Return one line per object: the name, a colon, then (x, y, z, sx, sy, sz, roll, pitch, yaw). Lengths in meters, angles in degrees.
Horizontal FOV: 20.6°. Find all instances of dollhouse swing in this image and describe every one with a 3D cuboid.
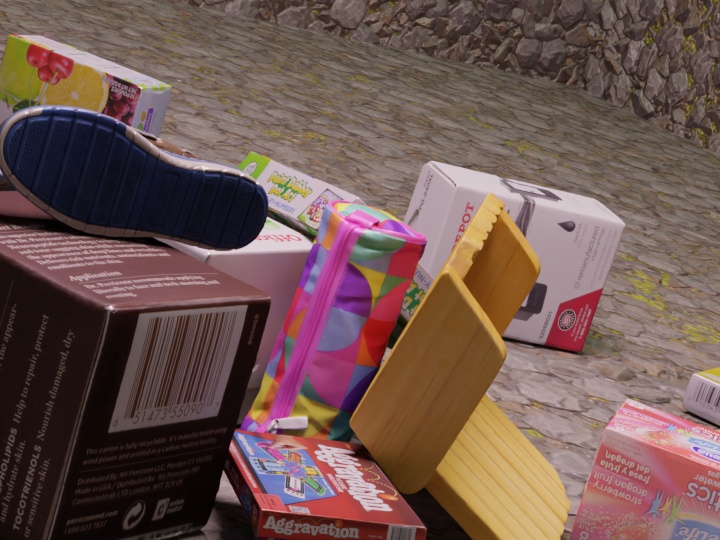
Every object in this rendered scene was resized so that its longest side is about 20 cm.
dollhouse swing: (0.107, 0.081, 1.384, 0.175, 0.183, 0.200, 33, 20, 2)

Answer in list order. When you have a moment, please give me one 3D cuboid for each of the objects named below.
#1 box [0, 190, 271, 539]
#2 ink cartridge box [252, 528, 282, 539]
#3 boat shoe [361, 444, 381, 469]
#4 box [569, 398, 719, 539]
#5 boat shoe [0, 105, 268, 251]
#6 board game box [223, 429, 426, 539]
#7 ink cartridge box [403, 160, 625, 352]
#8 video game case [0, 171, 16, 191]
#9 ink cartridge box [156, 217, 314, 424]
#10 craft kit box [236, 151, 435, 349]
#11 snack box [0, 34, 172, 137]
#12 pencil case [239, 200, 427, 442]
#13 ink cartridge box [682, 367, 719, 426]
box: (-0.194, 0.059, 1.247, 0.199, 0.166, 0.165, 25, 15, 31)
ink cartridge box: (-0.024, 0.166, 1.316, 0.094, 0.037, 0.200, 13, 12, -11)
boat shoe: (0.055, 0.112, 1.547, 0.071, 0.069, 0.200, 17, 12, 10)
box: (0.268, 0.181, 1.472, 0.198, 0.096, 0.103, 20, 14, 13)
boat shoe: (-0.157, -0.059, 1.281, 0.199, 0.073, 0.072, 21, 2, -38)
board game box: (-0.030, 0.136, 1.254, 0.102, 0.020, 0.200, 9, 7, -13)
ink cartridge box: (0.143, -0.013, 1.983, 0.198, 0.147, 0.083, 11, 17, -23)
video game case: (-0.318, -0.029, 1.322, 0.199, 0.022, 0.182, -26, -10, 17)
ink cartridge box: (-0.157, 0.014, 1.508, 0.199, 0.147, 0.146, 27, 17, 32)
craft kit box: (0.000, 0.000, 1.600, 0.200, 0.049, 0.197, 47, -8, -30)
snack box: (-0.249, -0.079, 1.653, 0.141, 0.202, 0.053, 23, 14, 23)
pencil case: (-0.020, 0.051, 1.443, 0.088, 0.202, 0.088, 20, 5, -2)
ink cartridge box: (0.442, 0.145, 1.943, 0.196, 0.047, 0.199, 23, 17, 28)
